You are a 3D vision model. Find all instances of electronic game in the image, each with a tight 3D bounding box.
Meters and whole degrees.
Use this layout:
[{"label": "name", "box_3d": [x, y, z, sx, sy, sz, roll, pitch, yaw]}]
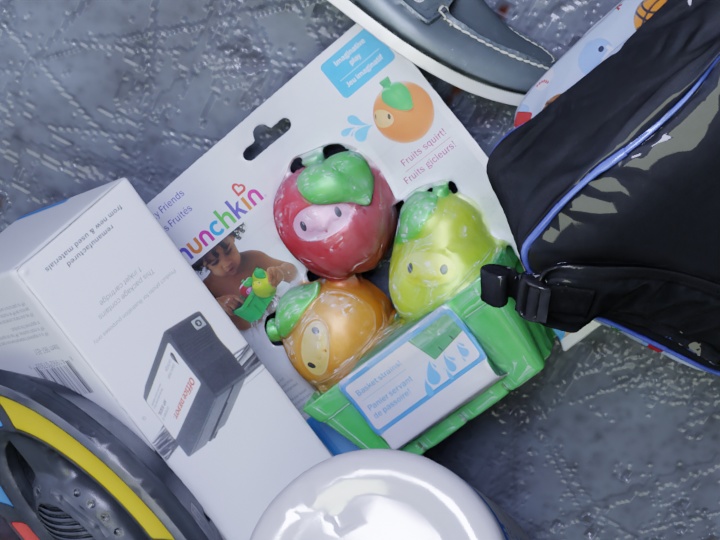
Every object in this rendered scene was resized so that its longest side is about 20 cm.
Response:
[{"label": "electronic game", "box_3d": [-0.138, 0.131, 0.798, 0.200, 0.042, 0.200, 29, 145, 23]}]

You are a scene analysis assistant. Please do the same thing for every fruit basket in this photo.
[{"label": "fruit basket", "box_3d": [0.000, 0.000, 0.807, 0.185, 0.094, 0.200, -37, 100, 22]}]

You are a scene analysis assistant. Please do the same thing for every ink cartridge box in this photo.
[{"label": "ink cartridge box", "box_3d": [-0.124, 0.063, 0.824, 0.145, 0.084, 0.200, -12, 117, 54]}]

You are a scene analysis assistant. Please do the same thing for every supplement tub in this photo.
[{"label": "supplement tub", "box_3d": [0.026, 0.168, 0.789, 0.132, 0.200, 0.132, -3, 75, 13]}]

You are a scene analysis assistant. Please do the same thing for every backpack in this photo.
[{"label": "backpack", "box_3d": [0.174, -0.042, 0.718, 0.190, 0.154, 0.200, 35, 120, -29]}]

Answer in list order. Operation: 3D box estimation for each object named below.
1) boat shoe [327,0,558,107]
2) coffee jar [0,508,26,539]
[{"label": "boat shoe", "box_3d": [0.021, -0.147, 0.747, 0.200, 0.073, 0.062, 30, 111, -8]}, {"label": "coffee jar", "box_3d": [-0.285, 0.169, 0.921, 0.199, 0.104, 0.086, -12, 112, 15]}]
